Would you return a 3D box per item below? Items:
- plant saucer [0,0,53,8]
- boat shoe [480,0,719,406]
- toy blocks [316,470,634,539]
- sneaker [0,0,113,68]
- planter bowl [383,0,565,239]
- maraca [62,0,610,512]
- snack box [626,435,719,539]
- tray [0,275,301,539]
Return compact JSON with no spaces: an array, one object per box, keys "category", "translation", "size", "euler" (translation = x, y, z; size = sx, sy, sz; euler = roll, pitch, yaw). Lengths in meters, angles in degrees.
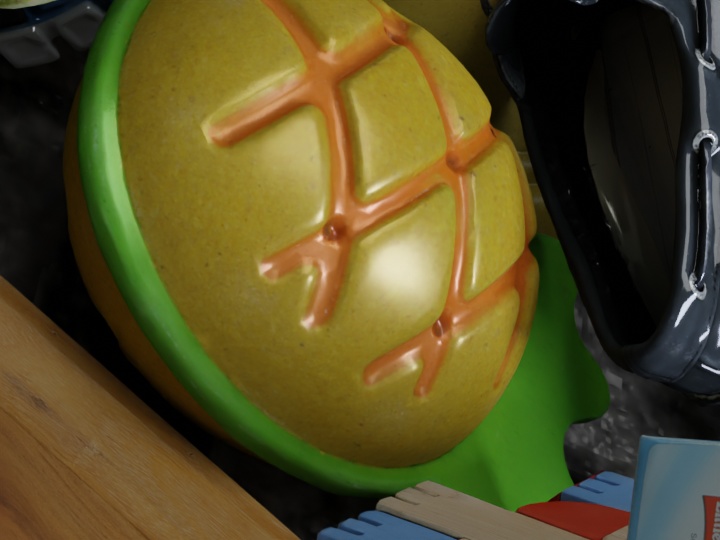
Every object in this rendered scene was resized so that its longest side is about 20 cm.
[{"category":"plant saucer","translation":[-0.111,-0.138,0.753],"size":[0.199,0.048,0.200],"euler":[7,36,29]},{"category":"boat shoe","translation":[0.065,-0.059,0.782],"size":[0.066,0.074,0.200],"euler":[-1,73,-39]},{"category":"toy blocks","translation":[0.047,0.095,0.703],"size":[0.136,0.100,0.200],"euler":[17,19,30]},{"category":"sneaker","translation":[-0.065,-0.115,0.812],"size":[0.199,0.075,0.087],"euler":[-12,38,-5]},{"category":"planter bowl","translation":[0.028,-0.096,0.884],"size":[0.200,0.083,0.201],"euler":[18,50,-23]},{"category":"maraca","translation":[0.000,0.000,0.782],"size":[0.200,0.107,0.138],"euler":[41,49,-31]},{"category":"snack box","translation":[0.108,0.106,0.622],"size":[0.200,0.037,0.117],"euler":[19,77,-57]},{"category":"tray","translation":[-0.104,0.047,0.718],"size":[0.200,0.037,0.099],"euler":[41,44,-2]}]
